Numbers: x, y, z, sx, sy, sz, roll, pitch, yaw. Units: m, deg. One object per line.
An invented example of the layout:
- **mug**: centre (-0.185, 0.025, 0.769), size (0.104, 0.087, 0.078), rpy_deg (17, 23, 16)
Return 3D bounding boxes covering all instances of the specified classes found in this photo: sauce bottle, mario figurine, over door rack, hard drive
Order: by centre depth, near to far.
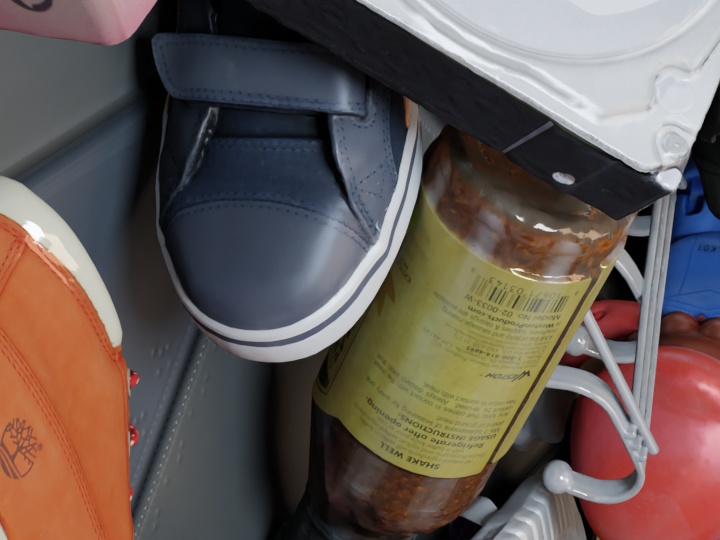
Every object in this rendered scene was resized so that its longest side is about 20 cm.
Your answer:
- **hard drive**: centre (0.017, -0.121, 0.721), size (0.038, 0.200, 0.140), rpy_deg (-33, -150, 63)
- **sauce bottle**: centre (0.019, 0.035, 0.838), size (0.066, 0.066, 0.200), rpy_deg (-44, 166, -48)
- **over door rack**: centre (0.059, -0.043, 0.908), size (0.148, 0.067, 0.200), rpy_deg (-78, 159, -46)
- **mario figurine**: centre (0.129, 0.036, 1.045), size (0.106, 0.123, 0.200), rpy_deg (45, 46, -20)

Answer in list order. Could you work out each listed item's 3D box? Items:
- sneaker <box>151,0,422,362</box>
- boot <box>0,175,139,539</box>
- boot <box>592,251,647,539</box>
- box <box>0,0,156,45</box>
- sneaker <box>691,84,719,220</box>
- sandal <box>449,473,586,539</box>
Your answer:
- **sneaker**: centre (-0.020, -0.079, 0.770), size (0.079, 0.078, 0.200), rpy_deg (55, 41, -61)
- **boot**: centre (-0.081, 0.068, 0.720), size (0.200, 0.075, 0.107), rpy_deg (71, 35, -44)
- **boot**: centre (0.179, 0.074, 1.125), size (0.077, 0.155, 0.200), rpy_deg (61, 42, -78)
- **box**: centre (-0.091, -0.162, 0.557), size (0.128, 0.109, 0.200), rpy_deg (-61, 149, -30)
- **sneaker**: centre (0.129, -0.087, 1.012), size (0.200, 0.060, 0.104), rpy_deg (-102, 173, -67)
- **sandal**: centre (0.049, 0.118, 1.019), size (0.203, 0.050, 0.083), rpy_deg (6, 81, -75)
